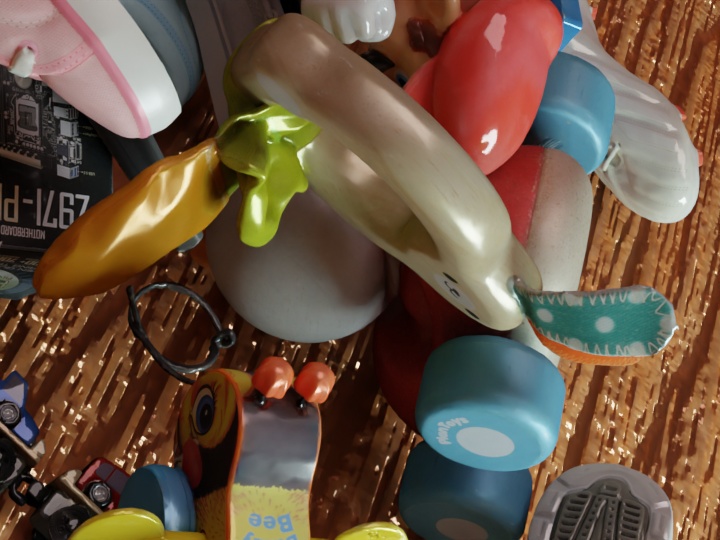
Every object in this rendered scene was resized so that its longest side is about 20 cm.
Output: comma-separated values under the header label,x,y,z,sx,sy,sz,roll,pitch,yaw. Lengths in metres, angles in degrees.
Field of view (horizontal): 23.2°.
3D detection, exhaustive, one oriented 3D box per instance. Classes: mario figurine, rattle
label,x,y,z,sx,sy,sz,roll,pitch,yaw
mario figurine,0.000,-0.118,0.740,0.122,0.106,0.201,-11,59,-35
rattle,0.005,0.012,0.652,0.200,0.130,0.143,45,62,-12

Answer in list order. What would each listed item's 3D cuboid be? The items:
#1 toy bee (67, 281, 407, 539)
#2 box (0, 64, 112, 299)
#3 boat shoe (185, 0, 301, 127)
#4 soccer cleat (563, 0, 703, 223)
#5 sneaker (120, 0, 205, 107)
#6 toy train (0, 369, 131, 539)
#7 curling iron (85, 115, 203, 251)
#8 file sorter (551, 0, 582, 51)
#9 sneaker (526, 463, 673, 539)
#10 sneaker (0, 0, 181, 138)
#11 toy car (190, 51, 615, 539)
label,x,y,z,sx,sy,sz,roll,pitch,yaw
toy bee,-0.050,0.081,0.644,0.130,0.109,0.202,-16,74,-38
box,-0.200,-0.085,0.679,0.198,0.086,0.166,7,75,-37
boat shoe,-0.048,-0.140,0.830,0.072,0.068,0.203,-28,105,-69
soccer cleat,0.129,-0.107,1.039,0.077,0.069,0.201,-6,56,-37
sneaker,-0.153,-0.137,0.808,0.198,0.074,0.083,26,40,-23
toy train,-0.102,0.099,0.689,0.200,0.034,0.046,43,59,-7
curling iron,-0.109,-0.096,0.670,0.026,0.049,0.202,-41,115,-48
file sorter,0.020,-0.178,0.944,0.121,0.139,0.202,16,49,-26
sneaker,0.094,0.191,0.762,0.077,0.100,0.201,13,58,26
sneaker,-0.159,-0.100,0.601,0.105,0.075,0.200,-45,103,-7
toy car,0.000,0.000,0.803,0.197,0.178,0.186,13,60,4
